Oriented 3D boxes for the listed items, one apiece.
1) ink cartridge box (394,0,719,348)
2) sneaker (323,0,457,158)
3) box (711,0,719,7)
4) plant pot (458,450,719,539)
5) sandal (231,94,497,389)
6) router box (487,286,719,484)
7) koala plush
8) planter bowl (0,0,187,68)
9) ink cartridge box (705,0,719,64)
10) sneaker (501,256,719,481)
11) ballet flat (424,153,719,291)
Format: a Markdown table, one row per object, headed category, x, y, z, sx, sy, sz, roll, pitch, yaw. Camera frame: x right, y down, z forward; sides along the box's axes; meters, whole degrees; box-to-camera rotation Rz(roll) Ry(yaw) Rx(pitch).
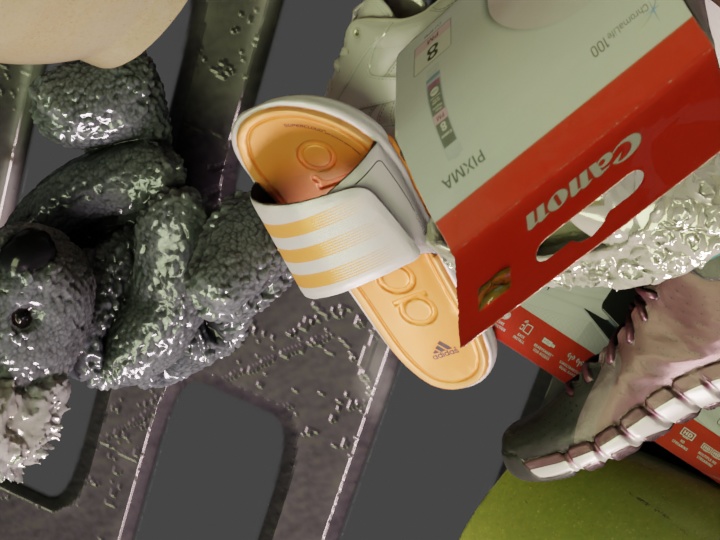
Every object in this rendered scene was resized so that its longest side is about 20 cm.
| category | x | y | z | sx | sy | sz | roll | pitch | yaw |
| --- | --- | --- | --- | --- | --- | --- | --- | --- | --- |
| ink cartridge box | 0.085 | -0.083 | 1.037 | 0.057 | 0.201 | 0.162 | 40 | 118 | -21 |
| sneaker | 0.014 | -0.092 | 1.220 | 0.199 | 0.075 | 0.100 | -32 | 83 | 32 |
| box | 0.166 | -0.247 | 1.005 | 0.200 | 0.166 | 0.164 | 39 | 125 | -2 |
| plant pot | 0.157 | 0.180 | 1.253 | 0.200 | 0.187 | 0.188 | 40 | 125 | 14 |
| sandal | 0.007 | -0.002 | 1.187 | 0.079 | 0.059 | 0.207 | -22 | 120 | 29 |
| router box | 0.165 | -0.006 | 1.207 | 0.199 | 0.049 | 0.180 | 32 | 124 | 2 |
| koala plush | -0.168 | 0.017 | 1.241 | 0.178 | 0.199 | 0.184 | 47 | 143 | 14 |
| planter bowl | -0.154 | -0.186 | 1.166 | 0.134 | 0.201 | 0.200 | 30 | 129 | -31 |
| ink cartridge box | 0.215 | -0.108 | 1.092 | 0.198 | 0.117 | 0.068 | 20 | 123 | 10 |
| sneaker | 0.141 | 0.021 | 1.167 | 0.199 | 0.076 | 0.116 | -27 | 100 | 20 |
| ballet flat | 0.105 | -0.025 | 1.113 | 0.199 | 0.072 | 0.072 | -15 | 112 | 48 |
